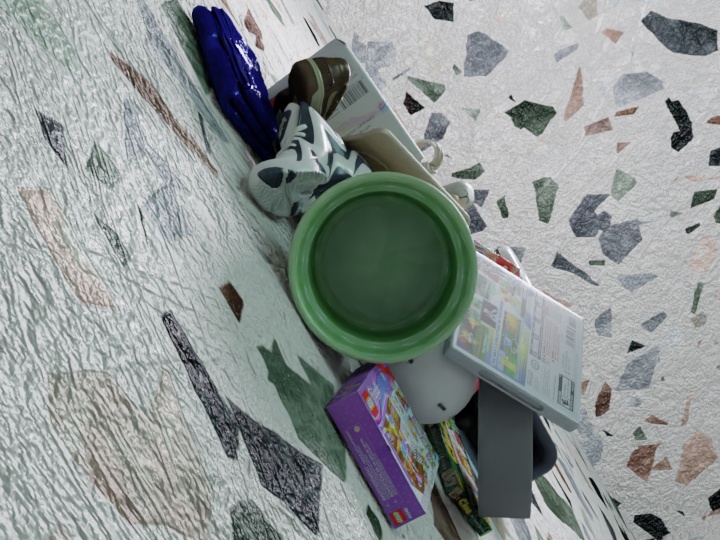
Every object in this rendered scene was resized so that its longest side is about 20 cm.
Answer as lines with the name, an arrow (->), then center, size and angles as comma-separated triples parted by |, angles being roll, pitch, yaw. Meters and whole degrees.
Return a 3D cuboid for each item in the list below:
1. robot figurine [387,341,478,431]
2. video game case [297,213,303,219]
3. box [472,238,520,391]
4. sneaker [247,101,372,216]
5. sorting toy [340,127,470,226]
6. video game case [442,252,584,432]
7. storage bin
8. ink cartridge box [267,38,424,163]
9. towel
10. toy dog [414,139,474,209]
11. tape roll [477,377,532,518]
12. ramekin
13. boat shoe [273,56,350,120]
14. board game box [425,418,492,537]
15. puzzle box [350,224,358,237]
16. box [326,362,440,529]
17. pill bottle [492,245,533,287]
robot figurine -> 0.081, 0.115, 1.393 | 0.200, 0.149, 0.126 | -63, 165, -79
video game case -> -0.057, -0.076, 1.532 | 0.200, 0.018, 0.143 | 52, 12, -40
box -> 0.144, 0.065, 1.536 | 0.094, 0.103, 0.201 | 34, -32, 26
sneaker -> -0.083, -0.139, 1.334 | 0.199, 0.080, 0.130 | -14, 59, -48
sorting toy -> 0.027, -0.110, 1.467 | 0.185, 0.037, 0.200 | 44, -26, -24
video game case -> 0.189, 0.079, 1.368 | 0.182, 0.022, 0.200 | 31, 37, -10
storage bin -> 0.200, 0.215, 1.709 | 0.201, 0.145, 0.134 | 60, -1, -2
ink cartridge box -> -0.028, -0.198, 1.596 | 0.200, 0.145, 0.083 | 53, 1, -21
towel -> -0.146, -0.237, 1.440 | 0.148, 0.049, 0.201 | 49, 15, -47
toy dog -> 0.057, -0.091, 1.667 | 0.132, 0.200, 0.096 | 55, 23, -4
tape roll -> 0.179, 0.205, 1.411 | 0.200, 0.066, 0.202 | 0, 90, -83
ramekin -> 0.023, -0.006, 1.232 | 0.201, 0.199, 0.098 | 60, 2, -3
boat shoe -> -0.056, -0.213, 1.443 | 0.075, 0.075, 0.202 | 68, -17, 4
board game box -> 0.121, 0.247, 1.510 | 0.105, 0.023, 0.200 | 51, 13, -35
puzzle box -> 0.025, -0.038, 1.391 | 0.133, 0.026, 0.200 | 25, 6, -18
box -> 0.028, 0.172, 1.186 | 0.137, 0.039, 0.200 | 61, 10, -1
pill bottle -> 0.173, 0.055, 1.800 | 0.113, 0.199, 0.113 | 57, 11, -17
